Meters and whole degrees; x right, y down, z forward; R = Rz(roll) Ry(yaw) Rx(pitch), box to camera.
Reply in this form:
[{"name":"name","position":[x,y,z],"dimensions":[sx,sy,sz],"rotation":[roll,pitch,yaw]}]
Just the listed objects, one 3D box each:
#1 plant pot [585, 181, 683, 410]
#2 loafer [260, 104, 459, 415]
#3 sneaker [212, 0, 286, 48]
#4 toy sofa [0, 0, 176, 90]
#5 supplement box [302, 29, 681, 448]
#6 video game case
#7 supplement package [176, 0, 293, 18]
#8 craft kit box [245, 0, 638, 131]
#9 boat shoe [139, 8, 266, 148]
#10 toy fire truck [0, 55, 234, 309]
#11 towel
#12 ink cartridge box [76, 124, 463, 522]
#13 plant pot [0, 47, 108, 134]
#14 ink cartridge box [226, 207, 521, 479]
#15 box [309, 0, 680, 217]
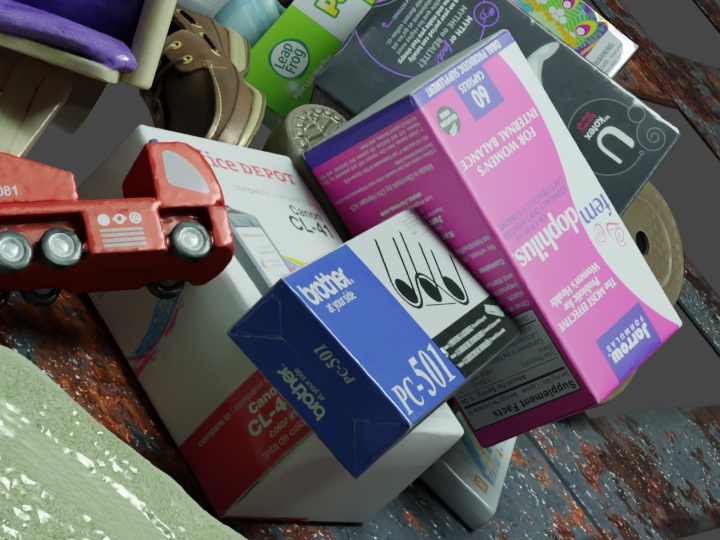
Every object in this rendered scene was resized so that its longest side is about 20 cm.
[{"name":"plant pot","position":[0.158,-0.007,1.512],"dimensions":[0.200,0.092,0.202],"rotation":[19,63,-44]},{"name":"loafer","position":[0.000,0.000,1.285],"dimensions":[0.076,0.068,0.201],"rotation":[-28,91,-45]},{"name":"sneaker","position":[-0.020,-0.133,1.525],"dimensions":[0.200,0.082,0.074],"rotation":[28,28,-41]},{"name":"toy sofa","position":[-0.184,-0.158,1.070],"dimensions":[0.199,0.083,0.098],"rotation":[18,5,0]},{"name":"supplement box","position":[0.076,-0.017,1.241],"dimensions":[0.101,0.103,0.201],"rotation":[-38,99,-44]},{"name":"video game case","position":[0.027,0.053,1.365],"dimensions":[0.182,0.022,0.200],"rotation":[45,21,-6]},{"name":"supplement package","position":[-0.067,-0.288,1.550],"dimensions":[0.191,0.200,0.147],"rotation":[25,30,-43]},{"name":"craft kit box","position":[0.048,-0.134,1.452],"dimensions":[0.197,0.200,0.049],"rotation":[38,-14,5]},{"name":"boat shoe","position":[-0.106,-0.107,1.339],"dimensions":[0.067,0.072,0.200],"rotation":[32,19,-21]},{"name":"toy fire truck","position":[-0.167,-0.055,1.054],"dimensions":[0.199,0.049,0.142],"rotation":[-4,66,-26]},{"name":"towel","position":[-0.119,0.116,0.950],"dimensions":[0.200,0.036,0.149],"rotation":[43,22,-11]},{"name":"ink cartridge box","position":[-0.055,0.030,1.160],"dimensions":[0.147,0.086,0.201],"rotation":[9,44,-57]},{"name":"plant pot","position":[-0.208,-0.201,1.192],"dimensions":[0.199,0.188,0.188],"rotation":[25,26,-13]},{"name":"ink cartridge box","position":[0.012,0.032,1.108],"dimensions":[0.094,0.044,0.200],"rotation":[48,22,5]},{"name":"box","position":[0.079,-0.089,1.369],"dimensions":[0.200,0.122,0.106],"rotation":[38,-11,3]}]
